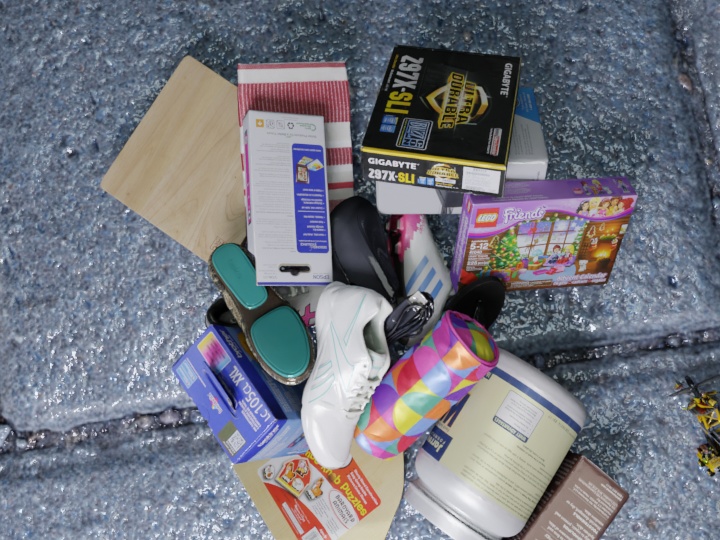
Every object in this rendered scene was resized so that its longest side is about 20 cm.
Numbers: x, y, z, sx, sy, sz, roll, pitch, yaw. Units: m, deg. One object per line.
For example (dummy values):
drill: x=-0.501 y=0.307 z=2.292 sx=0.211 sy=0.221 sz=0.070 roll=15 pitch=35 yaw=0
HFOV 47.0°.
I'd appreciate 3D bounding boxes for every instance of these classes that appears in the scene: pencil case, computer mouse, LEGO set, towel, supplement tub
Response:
pencil case: x=0.064 y=0.129 z=0.934 sx=0.200 sy=0.088 sz=0.089 roll=-44 pitch=79 yaw=26
computer mouse: x=0.000 y=0.000 z=0.959 sx=0.138 sy=0.052 sz=0.203 roll=-44 pitch=56 yaw=38
LEGO set: x=0.458 y=0.140 z=0.930 sx=0.197 sy=0.154 sz=0.117 roll=-27 pitch=108 yaw=11
towel: x=-0.078 y=-0.148 z=1.007 sx=0.141 sy=0.023 sz=0.205 roll=-7 pitch=101 yaw=-22
supplement tub: x=0.151 y=0.207 z=0.947 sx=0.143 sy=0.145 sz=0.202 roll=32 pitch=85 yaw=8

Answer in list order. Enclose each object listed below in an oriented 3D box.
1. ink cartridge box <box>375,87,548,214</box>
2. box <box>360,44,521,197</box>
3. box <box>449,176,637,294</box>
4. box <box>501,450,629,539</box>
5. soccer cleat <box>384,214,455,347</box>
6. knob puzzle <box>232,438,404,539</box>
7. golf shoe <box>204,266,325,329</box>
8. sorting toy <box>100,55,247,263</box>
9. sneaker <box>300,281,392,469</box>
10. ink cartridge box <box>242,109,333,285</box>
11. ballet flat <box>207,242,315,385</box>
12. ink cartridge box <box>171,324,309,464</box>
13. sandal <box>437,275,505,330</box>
ink cartridge box: x=0.115 y=-0.145 z=0.999 sx=0.195 sy=0.085 sz=0.147 roll=0 pitch=47 yaw=2
box: x=0.096 y=-0.174 z=0.937 sx=0.156 sy=0.050 sz=0.203 roll=7 pitch=49 yaw=11
box: x=0.209 y=-0.039 z=0.968 sx=0.195 sy=0.139 sz=0.040 roll=-4 pitch=42 yaw=-9
box: x=0.215 y=0.310 z=0.950 sx=0.075 sy=0.100 sz=0.201 roll=39 pitch=86 yaw=8
soccer cleat: x=0.078 y=-0.005 z=1.032 sx=0.084 sy=0.070 sz=0.205 roll=1 pitch=81 yaw=-16
knob puzzle: x=-0.031 y=0.250 z=1.007 sx=0.214 sy=0.031 sz=0.225 roll=-3 pitch=69 yaw=8
golf shoe: x=-0.095 y=0.039 z=1.018 sx=0.196 sy=0.092 sz=0.074 roll=-23 pitch=77 yaw=-2
sorting toy: x=-0.192 y=-0.131 z=1.062 sx=0.197 sy=0.070 sz=0.202 roll=33 pitch=85 yaw=8
sneaker: x=-0.013 y=0.116 z=0.900 sx=0.079 sy=0.070 sz=0.205 roll=5 pitch=88 yaw=33
ink cartridge box: x=-0.084 y=-0.081 z=0.951 sx=0.093 sy=0.037 sz=0.205 roll=1 pitch=77 yaw=-23
ballet flat: x=-0.107 y=0.056 z=0.927 sx=0.067 sy=0.076 sz=0.201 roll=-29 pitch=61 yaw=-16
ink cartridge box: x=-0.121 y=0.139 z=0.933 sx=0.076 sy=0.199 sz=0.137 roll=-45 pitch=68 yaw=13
sandal: x=0.110 y=0.095 z=0.985 sx=0.201 sy=0.074 sz=0.045 roll=-53 pitch=38 yaw=14
